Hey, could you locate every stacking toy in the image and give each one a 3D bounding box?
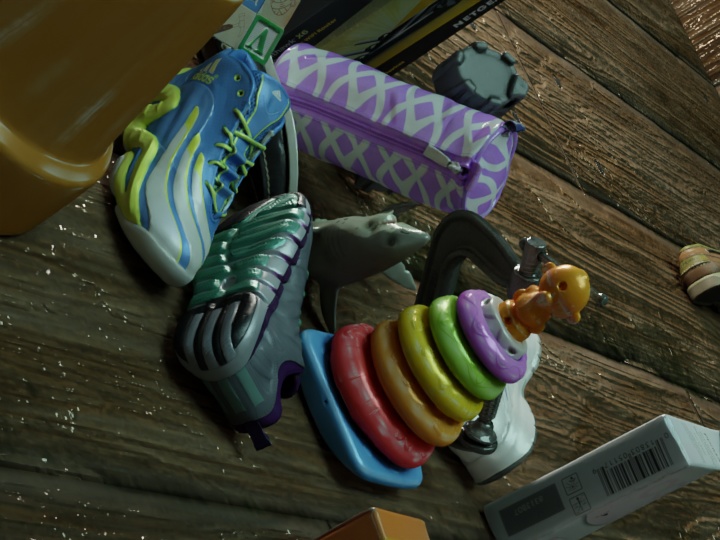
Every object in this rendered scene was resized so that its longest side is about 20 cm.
[{"bbox_3d":[0.068,0.052,1.411,0.110,0.200,0.116,18,43,-61],"label":"stacking toy"}]

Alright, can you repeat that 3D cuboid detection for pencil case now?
[{"bbox_3d":[0.018,-0.101,1.564,0.200,0.084,0.085,23,21,22],"label":"pencil case"}]

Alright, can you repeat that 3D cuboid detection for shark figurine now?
[{"bbox_3d":[-0.013,0.001,1.520,0.214,0.128,0.090,-63,147,-88],"label":"shark figurine"}]

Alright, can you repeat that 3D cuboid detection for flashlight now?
[{"bbox_3d":[0.051,-0.120,1.648,0.068,0.200,0.068,-24,83,-28],"label":"flashlight"}]

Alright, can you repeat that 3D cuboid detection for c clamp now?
[{"bbox_3d":[0.085,0.049,1.483,0.027,0.200,0.171,-8,41,-34],"label":"c clamp"}]

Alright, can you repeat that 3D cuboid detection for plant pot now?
[{"bbox_3d":[-0.168,-0.150,1.155,0.200,0.183,0.200,49,22,-27],"label":"plant pot"}]

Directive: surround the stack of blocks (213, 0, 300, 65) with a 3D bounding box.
[{"bbox_3d":[-0.130,-0.206,1.392,0.200,0.115,0.059,27,5,-46],"label":"stack of blocks"}]

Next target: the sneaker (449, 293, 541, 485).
[{"bbox_3d":[0.089,0.073,1.635,0.087,0.074,0.200,44,23,-24],"label":"sneaker"}]

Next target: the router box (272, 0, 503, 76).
[{"bbox_3d":[0.011,-0.213,1.669,0.157,0.200,0.052,20,41,-60],"label":"router box"}]

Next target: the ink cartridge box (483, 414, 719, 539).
[{"bbox_3d":[0.206,0.172,1.629,0.200,0.162,0.057,25,40,-59],"label":"ink cartridge box"}]

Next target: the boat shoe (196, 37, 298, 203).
[{"bbox_3d":[-0.088,-0.130,1.511,0.074,0.060,0.201,144,-63,-68],"label":"boat shoe"}]

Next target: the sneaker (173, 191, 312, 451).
[{"bbox_3d":[-0.065,0.029,1.344,0.088,0.074,0.200,65,24,-25],"label":"sneaker"}]

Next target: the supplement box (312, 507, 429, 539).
[{"bbox_3d":[0.031,0.243,1.239,0.066,0.069,0.200,24,41,-55],"label":"supplement box"}]

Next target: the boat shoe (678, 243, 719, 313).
[{"bbox_3d":[0.452,0.006,2.623,0.200,0.072,0.068,19,44,-62],"label":"boat shoe"}]

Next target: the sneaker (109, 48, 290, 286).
[{"bbox_3d":[-0.099,-0.079,1.342,0.076,0.105,0.200,45,23,-34],"label":"sneaker"}]
